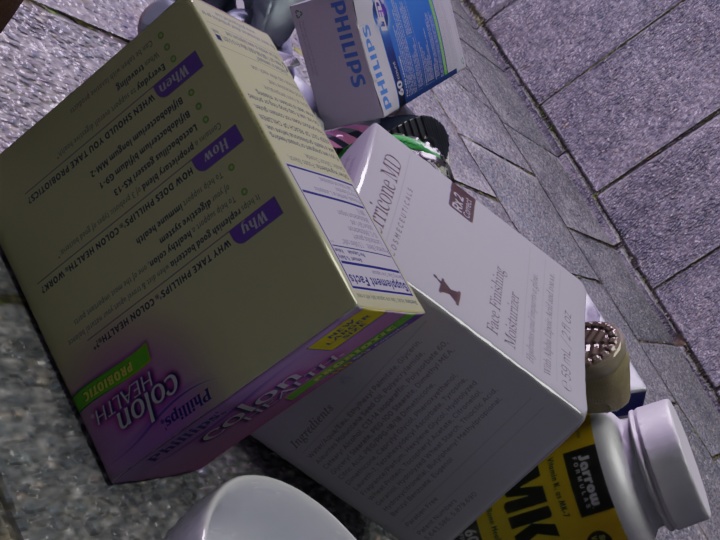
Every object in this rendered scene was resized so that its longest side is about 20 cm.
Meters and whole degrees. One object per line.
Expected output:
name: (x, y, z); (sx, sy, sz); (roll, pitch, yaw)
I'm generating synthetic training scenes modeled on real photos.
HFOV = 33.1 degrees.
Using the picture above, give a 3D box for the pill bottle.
pill bottle: (0.163, 0.177, 0.950); (0.115, 0.198, 0.115); (58, 19, -33)

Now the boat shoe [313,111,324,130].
boat shoe: (-0.095, -0.097, 0.887); (0.199, 0.074, 0.069); (-29, 110, -51)

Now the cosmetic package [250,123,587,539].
cosmetic package: (0.028, 0.046, 0.823); (0.199, 0.165, 0.165); (36, 29, -12)

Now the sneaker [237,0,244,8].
sneaker: (-0.151, -0.303, 1.238); (0.140, 0.077, 0.202); (28, 41, -58)

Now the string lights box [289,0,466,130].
string lights box: (0.021, -0.195, 1.017); (0.200, 0.058, 0.104); (-39, 117, -59)

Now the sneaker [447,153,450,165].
sneaker: (0.051, -0.055, 1.323); (0.074, 0.106, 0.202); (14, 67, -25)

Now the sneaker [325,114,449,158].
sneaker: (-0.023, -0.090, 1.068); (0.082, 0.198, 0.071); (18, -60, 65)

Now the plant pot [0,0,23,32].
plant pot: (-0.244, -0.175, 0.623); (0.187, 0.186, 0.202); (39, 38, -41)

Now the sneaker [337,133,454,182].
sneaker: (-0.021, -0.049, 0.938); (0.085, 0.198, 0.079); (-63, 138, -60)

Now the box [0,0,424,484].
box: (-0.094, -0.015, 0.683); (0.201, 0.175, 0.096); (60, 19, 17)

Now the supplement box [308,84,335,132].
supplement box: (0.017, -0.092, 1.209); (0.126, 0.074, 0.200); (36, 11, -51)

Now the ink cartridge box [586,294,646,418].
ink cartridge box: (0.132, 0.069, 1.114); (0.201, 0.197, 0.041); (-116, -157, -49)

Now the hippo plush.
hippo plush: (-0.077, -0.181, 1.056); (0.200, 0.159, 0.161); (47, -1, 38)

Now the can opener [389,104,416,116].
can opener: (0.033, -0.166, 1.139); (0.053, 0.067, 0.200); (45, 6, 37)

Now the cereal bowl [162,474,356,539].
cereal bowl: (-0.040, 0.206, 0.583); (0.200, 0.083, 0.201); (48, 20, -23)

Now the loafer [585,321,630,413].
loafer: (0.129, 0.086, 0.955); (0.076, 0.199, 0.069); (-46, 116, -33)
